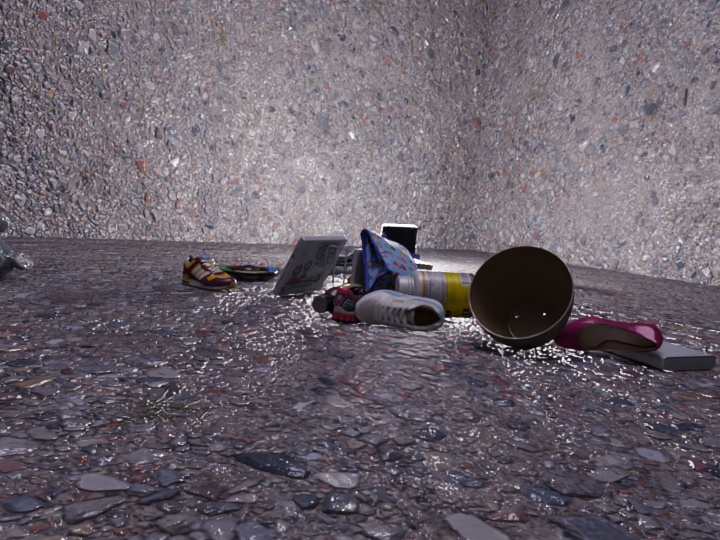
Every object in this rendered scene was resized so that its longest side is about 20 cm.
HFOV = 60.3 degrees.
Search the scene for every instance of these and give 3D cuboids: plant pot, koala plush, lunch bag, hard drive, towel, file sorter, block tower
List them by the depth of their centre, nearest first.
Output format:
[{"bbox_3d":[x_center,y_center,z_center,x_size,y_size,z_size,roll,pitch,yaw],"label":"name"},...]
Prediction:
[{"bbox_3d":[0.564,0.156,1.217,0.129,0.027,0.200,1,7,-20],"label":"hard drive"},{"bbox_3d":[0.324,0.073,1.220,0.197,0.203,0.135,7,-28,30],"label":"plant pot"},{"bbox_3d":[-0.956,-0.036,1.582,0.174,0.188,0.200,-8,-15,-3],"label":"koala plush"},{"bbox_3d":[0.079,-0.027,1.625,0.149,0.094,0.202,21,39,-35],"label":"lunch bag"},{"bbox_3d":[0.000,0.000,1.732,0.123,0.142,0.198,14,11,37],"label":"file sorter"},{"bbox_3d":[0.121,-0.014,1.806,0.053,0.059,0.199,4,9,-38],"label":"block tower"},{"bbox_3d":[-0.115,-0.043,2.380,0.163,0.088,0.199,-2,8,-36],"label":"towel"}]

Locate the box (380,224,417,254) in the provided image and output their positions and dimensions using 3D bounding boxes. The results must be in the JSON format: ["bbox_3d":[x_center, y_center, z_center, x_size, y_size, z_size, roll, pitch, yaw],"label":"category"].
[{"bbox_3d":[0.121,-0.049,2.039,0.120,0.203,0.200,4,5,2],"label":"box"}]

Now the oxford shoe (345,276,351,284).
[{"bbox_3d":[0.046,0.030,1.873,0.196,0.073,0.071,4,7,21],"label":"oxford shoe"}]

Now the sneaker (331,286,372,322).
[{"bbox_3d":[0.007,0.071,1.425,0.079,0.076,0.199,7,6,27],"label":"sneaker"}]

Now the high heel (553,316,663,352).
[{"bbox_3d":[0.463,0.132,1.173,0.196,0.069,0.096,-1,12,24],"label":"high heel"}]

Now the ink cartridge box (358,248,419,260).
[{"bbox_3d":[0.083,0.000,1.922,0.196,0.122,0.042,5,6,15],"label":"ink cartridge box"}]

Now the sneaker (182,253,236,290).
[{"bbox_3d":[-0.424,0.001,1.727,0.197,0.092,0.074,7,7,31],"label":"sneaker"}]

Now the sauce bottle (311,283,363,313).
[{"bbox_3d":[-0.050,0.067,1.469,0.064,0.066,0.199,6,5,24],"label":"sauce bottle"}]

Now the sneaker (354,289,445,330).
[{"bbox_3d":[0.084,0.087,1.330,0.196,0.078,0.081,2,8,2],"label":"sneaker"}]

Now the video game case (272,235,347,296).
[{"bbox_3d":[-0.137,-0.014,1.704,0.024,0.184,0.199,41,24,25],"label":"video game case"}]

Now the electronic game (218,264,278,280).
[{"bbox_3d":[-0.364,0.002,2.005,0.196,0.043,0.200,3,6,0],"label":"electronic game"}]

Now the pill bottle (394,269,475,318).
[{"bbox_3d":[0.184,0.057,1.505,0.196,0.112,0.109,3,6,-6],"label":"pill bottle"}]
